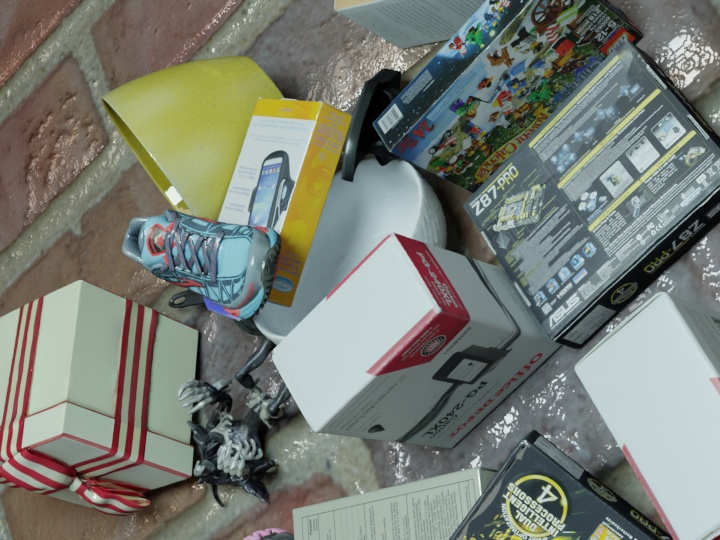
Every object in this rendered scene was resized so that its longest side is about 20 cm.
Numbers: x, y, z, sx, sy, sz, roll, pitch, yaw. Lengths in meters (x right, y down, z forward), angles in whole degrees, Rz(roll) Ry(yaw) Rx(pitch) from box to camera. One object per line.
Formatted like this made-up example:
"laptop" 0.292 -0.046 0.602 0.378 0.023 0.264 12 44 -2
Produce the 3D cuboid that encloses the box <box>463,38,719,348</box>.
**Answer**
"box" 0.195 -0.061 1.070 0.200 0.049 0.162 -46 55 21

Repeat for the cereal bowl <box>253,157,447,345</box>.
"cereal bowl" 0.000 0.000 1.174 0.199 0.083 0.201 -30 38 26

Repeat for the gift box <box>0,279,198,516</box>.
"gift box" -0.281 0.146 1.328 0.199 0.184 0.188 -27 52 40

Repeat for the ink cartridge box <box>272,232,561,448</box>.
"ink cartridge box" 0.051 0.063 1.057 0.145 0.199 0.084 -46 57 20

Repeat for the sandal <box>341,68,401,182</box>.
"sandal" 0.022 -0.134 1.167 0.048 0.201 0.076 13 117 7

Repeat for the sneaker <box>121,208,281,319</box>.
"sneaker" -0.142 -0.009 1.118 0.199 0.095 0.080 7 83 56

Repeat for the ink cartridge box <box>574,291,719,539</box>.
"ink cartridge box" 0.254 0.110 0.872 0.083 0.199 0.146 -44 53 25

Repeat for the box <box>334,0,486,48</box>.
"box" 0.089 -0.304 1.189 0.199 0.106 0.154 -5 74 39

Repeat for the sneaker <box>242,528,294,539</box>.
"sneaker" -0.088 0.294 1.130 0.095 0.200 0.080 6 114 27

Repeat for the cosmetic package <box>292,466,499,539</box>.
"cosmetic package" 0.042 0.235 1.097 0.199 0.073 0.104 -19 67 35

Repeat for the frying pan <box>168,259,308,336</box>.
"frying pan" -0.114 0.030 1.313 0.190 0.031 0.116 -38 54 30

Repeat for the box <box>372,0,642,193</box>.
"box" 0.123 -0.160 1.099 0.200 0.136 0.038 -46 52 21

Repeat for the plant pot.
"plant pot" -0.140 -0.128 1.298 0.142 0.201 0.200 -37 51 -9

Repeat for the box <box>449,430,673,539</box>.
"box" 0.155 0.241 0.954 0.200 0.049 0.162 38 104 11

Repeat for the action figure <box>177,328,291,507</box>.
"action figure" -0.117 0.140 1.234 0.119 0.102 0.201 42 112 29

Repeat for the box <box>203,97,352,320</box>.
"box" -0.081 -0.053 1.175 0.119 0.041 0.202 15 88 56
